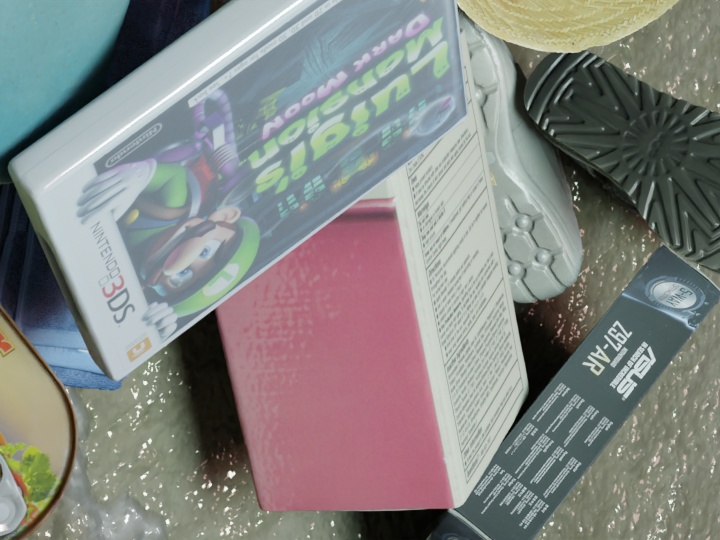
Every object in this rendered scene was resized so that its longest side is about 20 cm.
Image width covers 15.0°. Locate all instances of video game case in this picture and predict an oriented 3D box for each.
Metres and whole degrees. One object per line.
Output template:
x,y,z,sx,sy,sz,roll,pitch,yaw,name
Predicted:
-0.041,-0.053,1.114,0.200,0.023,0.182,-37,157,-12,video game case

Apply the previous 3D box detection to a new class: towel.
-0.125,-0.048,1.250,0.111,0.048,0.201,11,90,-46,towel

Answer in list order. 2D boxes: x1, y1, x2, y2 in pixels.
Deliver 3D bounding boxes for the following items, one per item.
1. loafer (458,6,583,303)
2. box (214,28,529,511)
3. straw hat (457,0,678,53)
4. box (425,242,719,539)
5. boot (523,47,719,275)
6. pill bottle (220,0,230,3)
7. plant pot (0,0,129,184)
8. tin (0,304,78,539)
0.060,-0.077,1.428,0.070,0.070,0.201,-77,147,-60,loafer
0.000,0.000,1.316,0.128,0.108,0.201,-51,133,-59,box
0.084,-0.205,1.400,0.200,0.085,0.202,0,91,-31,straw hat
0.098,0.096,1.437,0.043,0.160,0.200,38,61,6,box
0.178,-0.035,1.437,0.073,0.182,0.200,-46,152,0,boot
-0.057,-0.192,1.228,0.200,0.108,0.109,48,64,-29,pill bottle
-0.161,-0.167,1.037,0.199,0.200,0.189,-5,131,-44,plant pot
-0.201,0.042,1.170,0.112,0.042,0.200,-35,122,-3,tin
